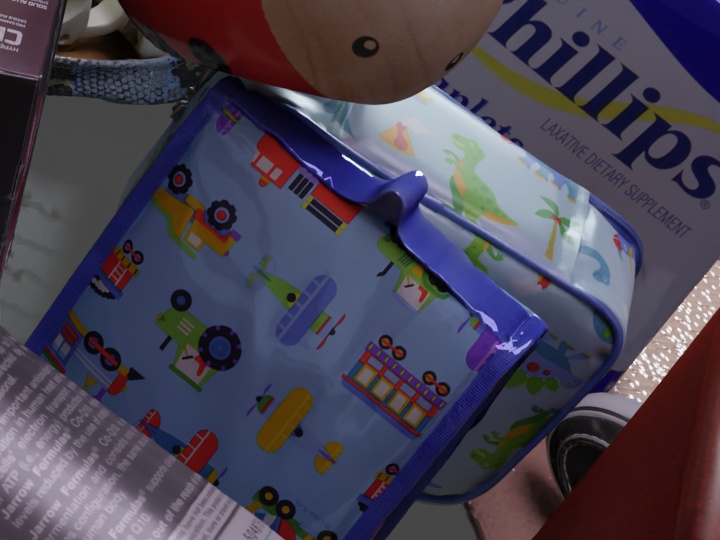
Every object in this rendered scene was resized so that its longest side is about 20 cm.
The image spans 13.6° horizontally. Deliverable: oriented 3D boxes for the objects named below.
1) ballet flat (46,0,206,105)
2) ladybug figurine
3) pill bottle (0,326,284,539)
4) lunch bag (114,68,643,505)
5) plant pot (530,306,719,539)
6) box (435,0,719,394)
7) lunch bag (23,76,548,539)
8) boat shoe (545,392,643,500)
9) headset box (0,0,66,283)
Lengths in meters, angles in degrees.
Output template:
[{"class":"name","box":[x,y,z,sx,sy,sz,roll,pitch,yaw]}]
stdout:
[{"class":"ballet flat","box":[-0.122,-0.112,1.342,0.200,0.074,0.074,-9,54,-46]},{"class":"ladybug figurine","box":[-0.028,-0.108,1.119,0.135,0.072,0.200,5,10,-35]},{"class":"pill bottle","box":[-0.134,0.085,1.064,0.200,0.113,0.113,37,35,-1]},{"class":"lunch bag","box":[0.000,0.000,1.237,0.200,0.161,0.083,31,38,-12]},{"class":"plant pot","box":[0.147,0.159,1.112,0.200,0.200,0.176,39,21,4]},{"class":"box","box":[0.096,-0.073,1.360,0.184,0.200,0.105,38,25,3]},{"class":"lunch bag","box":[-0.035,0.034,1.131,0.150,0.200,0.094,41,35,6]},{"class":"boat shoe","box":[0.138,0.137,1.275,0.064,0.071,0.200,-14,60,-49]},{"class":"headset box","box":[-0.155,-0.083,1.148,0.077,0.149,0.200,14,47,-5]}]
